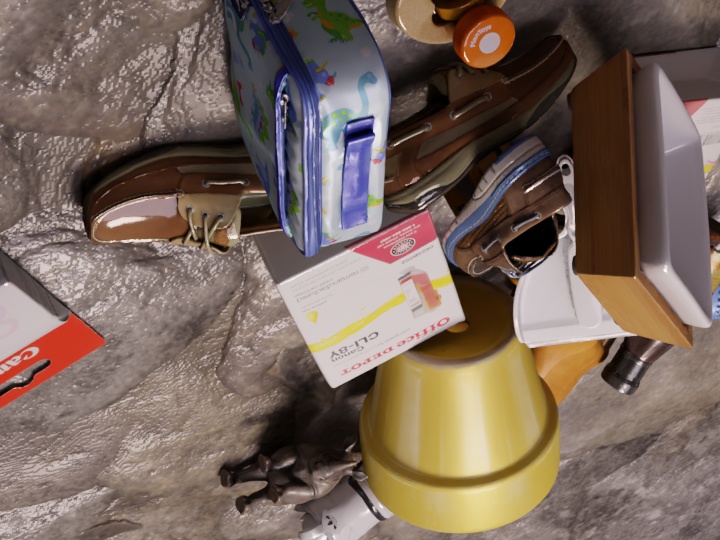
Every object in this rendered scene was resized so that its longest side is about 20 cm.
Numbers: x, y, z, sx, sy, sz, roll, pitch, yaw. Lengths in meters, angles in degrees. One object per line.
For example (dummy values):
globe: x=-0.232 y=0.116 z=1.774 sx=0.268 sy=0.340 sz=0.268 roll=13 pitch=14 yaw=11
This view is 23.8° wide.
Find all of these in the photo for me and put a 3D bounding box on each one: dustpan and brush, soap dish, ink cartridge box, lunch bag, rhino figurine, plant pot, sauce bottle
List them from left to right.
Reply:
ink cartridge box: x=-0.312 y=0.075 z=1.406 sx=0.162 sy=0.057 sz=0.200 roll=-31 pitch=143 yaw=5
rhino figurine: x=-0.057 y=0.201 z=1.706 sx=0.087 sy=0.060 sz=0.200 roll=-8 pitch=171 yaw=-33
lunch bag: x=-0.037 y=-0.118 z=1.231 sx=0.082 sy=0.161 sz=0.200 roll=-19 pitch=148 yaw=-14
ink cartridge box: x=0.000 y=0.000 z=1.499 sx=0.145 sy=0.084 sz=0.200 roll=-27 pitch=148 yaw=-2
plant pot: x=0.094 y=0.116 z=1.650 sx=0.200 sy=0.201 sz=0.190 roll=-18 pitch=131 yaw=-15
dustpan and brush: x=0.193 y=-0.016 z=1.505 sx=0.139 sy=0.057 sz=0.201 roll=-7 pitch=113 yaw=11
soap dish: x=0.226 y=-0.054 z=1.388 sx=0.081 sy=0.201 sz=0.157 roll=-9 pitch=154 yaw=24
ink cartridge box: x=0.259 y=-0.105 z=1.563 sx=0.116 sy=0.068 sz=0.200 roll=-9 pitch=142 yaw=-28
sauce bottle: x=0.319 y=0.039 z=1.770 sx=0.066 sy=0.066 sz=0.201 roll=10 pitch=116 yaw=-44

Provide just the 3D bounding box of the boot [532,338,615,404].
boot: x=0.193 y=0.091 z=1.774 sx=0.201 sy=0.071 sz=0.144 roll=4 pitch=126 yaw=-52

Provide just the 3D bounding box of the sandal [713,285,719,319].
sandal: x=0.391 y=0.020 z=1.823 sx=0.199 sy=0.087 sz=0.080 roll=-26 pitch=150 yaw=1

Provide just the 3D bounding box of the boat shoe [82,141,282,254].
boat shoe: x=-0.116 y=-0.054 z=1.344 sx=0.199 sy=0.074 sz=0.076 roll=-15 pitch=146 yaw=-20

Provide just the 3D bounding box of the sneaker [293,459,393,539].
sneaker: x=-0.004 y=0.240 z=1.805 sx=0.115 sy=0.075 sz=0.200 roll=-34 pitch=176 yaw=10

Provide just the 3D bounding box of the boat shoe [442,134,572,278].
boat shoe: x=0.121 y=-0.032 z=1.399 sx=0.072 sy=0.072 sz=0.200 roll=-33 pitch=166 yaw=-18

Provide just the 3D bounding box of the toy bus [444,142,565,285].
toy bus: x=0.129 y=-0.061 z=1.529 sx=0.078 sy=0.065 sz=0.200 roll=-32 pitch=148 yaw=10

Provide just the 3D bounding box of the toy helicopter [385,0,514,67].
toy helicopter: x=0.089 y=-0.254 z=1.239 sx=0.132 sy=0.079 sz=0.200 roll=24 pitch=111 yaw=-41

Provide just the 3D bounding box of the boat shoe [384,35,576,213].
boat shoe: x=0.086 y=-0.130 z=1.372 sx=0.200 sy=0.074 sz=0.076 roll=-40 pitch=-167 yaw=-15

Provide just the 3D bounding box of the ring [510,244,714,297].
ring: x=0.240 y=-0.005 z=1.645 sx=0.199 sy=0.019 sz=0.200 roll=-12 pitch=-177 yaw=1
